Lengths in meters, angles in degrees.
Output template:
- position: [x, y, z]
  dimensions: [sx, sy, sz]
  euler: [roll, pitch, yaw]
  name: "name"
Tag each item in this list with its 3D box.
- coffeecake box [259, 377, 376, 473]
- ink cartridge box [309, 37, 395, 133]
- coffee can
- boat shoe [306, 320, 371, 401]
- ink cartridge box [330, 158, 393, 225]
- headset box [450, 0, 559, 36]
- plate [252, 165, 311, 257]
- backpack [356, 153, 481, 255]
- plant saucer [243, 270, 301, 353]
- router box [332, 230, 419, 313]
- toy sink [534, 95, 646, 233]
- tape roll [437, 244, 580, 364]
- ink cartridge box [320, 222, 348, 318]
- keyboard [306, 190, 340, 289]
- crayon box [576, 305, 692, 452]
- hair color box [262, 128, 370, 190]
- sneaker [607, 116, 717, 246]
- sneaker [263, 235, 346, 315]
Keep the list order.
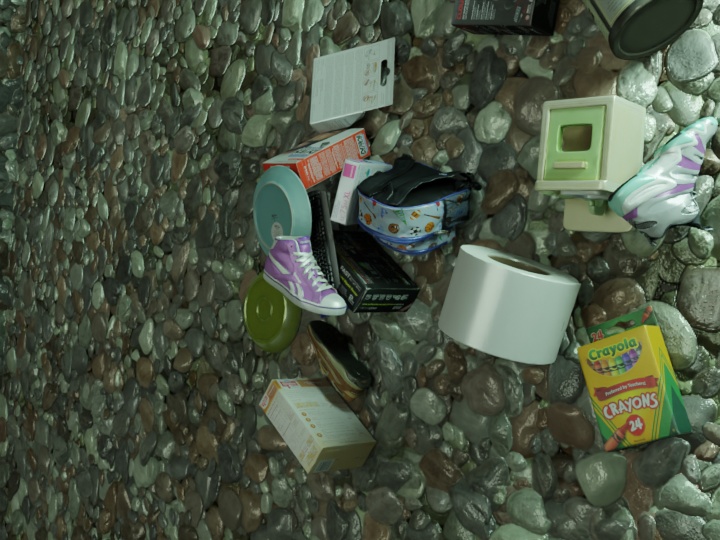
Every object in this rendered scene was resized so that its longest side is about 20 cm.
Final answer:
- position: [-0.089, 0.311, 1.726]
  dimensions: [0.200, 0.153, 0.073]
  euler: [47, 118, 37]
  name: "coffeecake box"
- position: [-0.011, -0.386, 1.771]
  dimensions: [0.199, 0.057, 0.163]
  euler: [-6, 70, 24]
  name: "ink cartridge box"
- position: [0.407, -0.448, 1.293]
  dimensions: [0.146, 0.146, 0.201]
  euler: [-40, 60, 36]
  name: "coffee can"
- position: [-0.058, 0.189, 1.763]
  dimensions: [0.200, 0.075, 0.074]
  euler: [52, 125, 35]
  name: "boat shoe"
- position: [0.009, -0.153, 1.635]
  dimensions: [0.042, 0.200, 0.120]
  euler: [19, 102, 22]
  name: "ink cartridge box"
- position: [0.255, -0.500, 1.500]
  dimensions: [0.200, 0.077, 0.150]
  euler: [18, 100, 43]
  name: "headset box"
- position: [-0.165, -0.107, 1.670]
  dimensions: [0.200, 0.025, 0.201]
  euler: [11, 105, 48]
  name: "plate"
- position: [0.087, -0.118, 1.559]
  dimensions: [0.200, 0.190, 0.155]
  euler: [24, 120, 43]
  name: "backpack"
- position: [-0.213, 0.091, 1.954]
  dimensions: [0.199, 0.031, 0.201]
  euler: [-4, 85, 45]
  name: "plant saucer"
- position: [0.000, 0.000, 1.663]
  dimensions: [0.200, 0.149, 0.062]
  euler: [48, 121, 36]
  name: "router box"
- position: [0.361, -0.165, 1.342]
  dimensions: [0.130, 0.112, 0.201]
  euler: [6, 92, 45]
  name: "toy sink"
- position: [0.240, 0.053, 1.384]
  dimensions: [0.202, 0.202, 0.140]
  euler: [27, 105, 43]
  name: "tape roll"
- position: [-0.079, -0.004, 1.822]
  dimensions: [0.099, 0.039, 0.201]
  euler: [-22, 72, 41]
  name: "ink cartridge box"
- position: [-0.097, -0.050, 1.643]
  dimensions: [0.127, 0.021, 0.201]
  euler: [-20, 75, 45]
  name: "keyboard"
- position: [0.415, 0.167, 1.306]
  dimensions: [0.127, 0.051, 0.201]
  euler: [-28, 67, 41]
  name: "crayon box"
- position: [-0.088, -0.229, 1.733]
  dimensions: [0.111, 0.200, 0.064]
  euler: [6, 119, 45]
  name: "hair color box"
- position: [0.481, -0.119, 1.250]
  dimensions: [0.200, 0.078, 0.140]
  euler: [-43, 87, 3]
  name: "sneaker"
- position: [-0.100, 0.001, 1.576]
  dimensions: [0.200, 0.073, 0.115]
  euler: [30, 114, 28]
  name: "sneaker"
